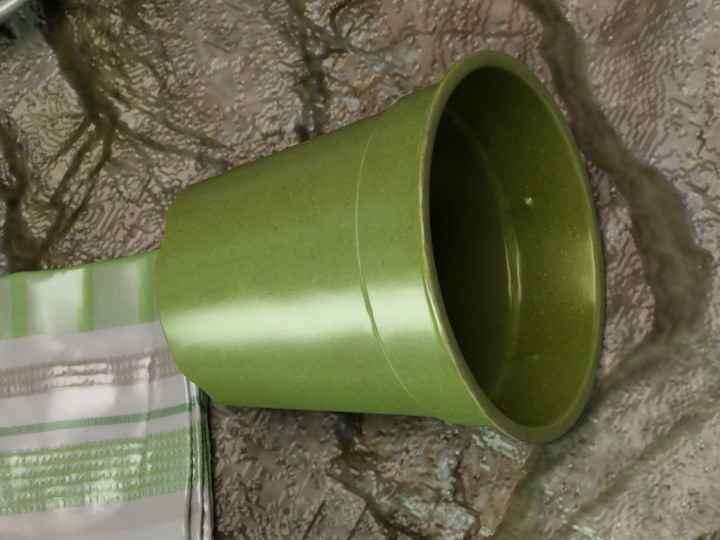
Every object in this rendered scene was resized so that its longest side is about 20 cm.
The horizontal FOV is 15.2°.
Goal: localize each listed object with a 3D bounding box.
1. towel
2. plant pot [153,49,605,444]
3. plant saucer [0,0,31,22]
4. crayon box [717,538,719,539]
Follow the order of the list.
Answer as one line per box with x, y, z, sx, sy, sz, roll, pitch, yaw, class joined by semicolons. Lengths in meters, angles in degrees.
-0.155;0.089;1.505;0.149;0.031;0.201;-9;69;16;towel
0.000;0.000;1.406;0.189;0.200;0.201;-9;69;29;plant pot
-0.241;-0.223;1.630;0.199;0.050;0.201;-6;70;19;plant saucer
0.246;0.210;1.265;0.051;0.127;0.200;-37;63;5;crayon box
